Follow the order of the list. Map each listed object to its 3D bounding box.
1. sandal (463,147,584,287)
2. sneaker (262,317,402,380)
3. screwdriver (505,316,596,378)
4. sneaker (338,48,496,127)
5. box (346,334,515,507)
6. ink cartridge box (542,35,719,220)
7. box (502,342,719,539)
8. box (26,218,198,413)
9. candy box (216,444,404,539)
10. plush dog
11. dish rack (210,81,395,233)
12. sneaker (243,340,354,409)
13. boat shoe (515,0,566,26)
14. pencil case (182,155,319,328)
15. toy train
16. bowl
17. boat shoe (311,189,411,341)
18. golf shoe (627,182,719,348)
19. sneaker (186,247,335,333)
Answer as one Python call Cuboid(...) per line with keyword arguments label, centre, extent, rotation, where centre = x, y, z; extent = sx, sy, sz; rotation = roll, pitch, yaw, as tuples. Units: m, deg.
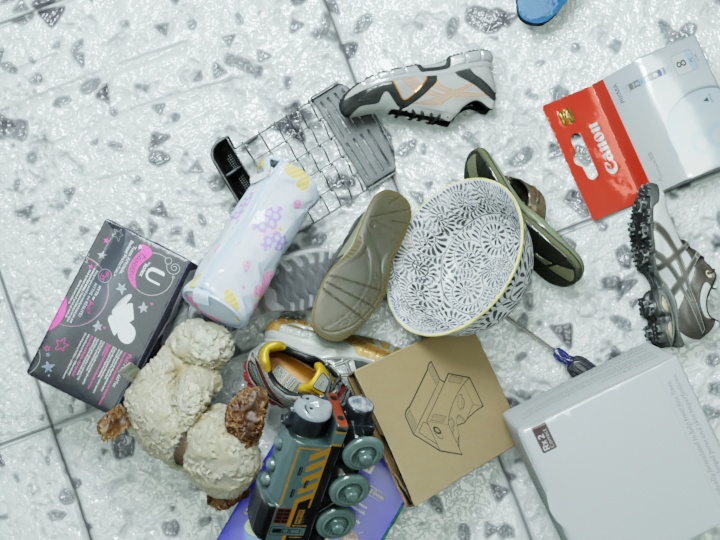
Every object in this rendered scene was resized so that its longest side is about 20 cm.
Cuboid(label="sandal", centre=(0.198, -0.066, 1.506), extent=(0.057, 0.080, 0.201), rotation=(-39, 86, -29))
Cuboid(label="sneaker", centre=(-0.023, 0.121, 1.500), extent=(0.200, 0.076, 0.088), rotation=(15, 99, 9))
Cuboid(label="screwdriver", centre=(0.221, 0.088, 1.512), extent=(0.200, 0.029, 0.028), rotation=(35, 87, 12))
Cuboid(label="sneaker", centre=(0.073, -0.208, 1.509), extent=(0.200, 0.074, 0.080), rotation=(-14, 90, -7))
Cuboid(label="box", centre=(0.091, 0.161, 1.445), extent=(0.200, 0.021, 0.164), rotation=(-21, 83, -42))
Cuboid(label="ink cartridge box", centre=(0.344, -0.172, 1.513), extent=(0.200, 0.047, 0.160), rotation=(-23, 85, -2))
Cuboid(label="box", centre=(0.296, 0.216, 1.425), extent=(0.200, 0.131, 0.199), rotation=(-26, 94, 0))
Cuboid(label="box", centre=(-0.285, 0.057, 1.479), extent=(0.115, 0.132, 0.200), rotation=(27, 87, 1))
Cuboid(label="candy box", centre=(-0.050, 0.284, 1.476), extent=(0.169, 0.077, 0.200), rotation=(31, 88, 6))
Cuboid(label="plush dog", centre=(-0.182, 0.181, 1.404), extent=(0.172, 0.160, 0.200), rotation=(32, 131, 23))
Cuboid(label="dish rack", centre=(-0.063, -0.133, 1.525), extent=(0.200, 0.055, 0.154), rotation=(-32, 85, -1))
Cuboid(label="sneaker", centre=(-0.043, 0.148, 1.415), extent=(0.200, 0.082, 0.078), rotation=(29, 66, -1))
Cuboid(label="boat shoe", centre=(0.241, -0.390, 1.530), extent=(0.084, 0.069, 0.200), rotation=(23, 87, -4))
Cuboid(label="pencil case", centre=(-0.123, -0.032, 1.424), extent=(0.083, 0.091, 0.200), rotation=(24, 70, 11))
Cuboid(label="toy train", centre=(-0.050, 0.218, 1.361), extent=(0.114, 0.085, 0.200), rotation=(6, 123, -22))
Cuboid(label="bowl", centre=(0.134, 0.001, 1.468), extent=(0.201, 0.094, 0.201), rotation=(-25, 51, 34))
Cuboid(label="boat shoe", centre=(-0.001, -0.001, 1.490), extent=(0.072, 0.066, 0.201), rotation=(27, 73, -6))
Cuboid(label="golf shoe", centre=(0.375, -0.010, 1.488), extent=(0.094, 0.078, 0.200), rotation=(-9, 96, -2))
Cuboid(label="sneaker", centre=(-0.120, 0.014, 1.506), extent=(0.200, 0.082, 0.075), rotation=(-18, 115, -17))
